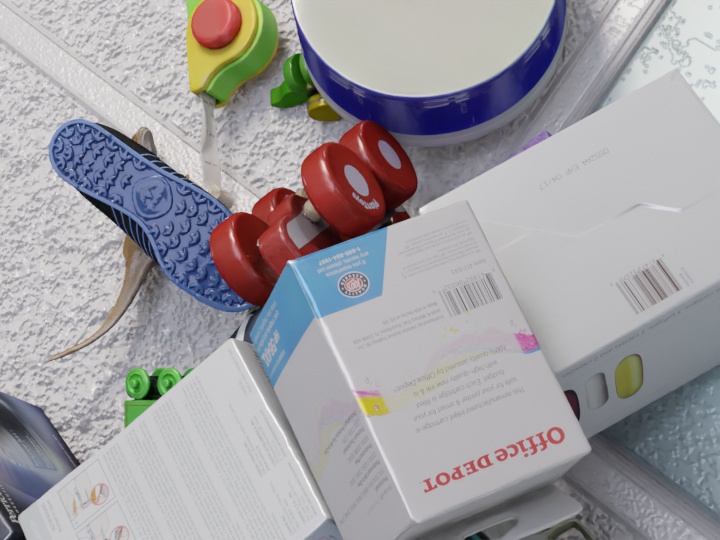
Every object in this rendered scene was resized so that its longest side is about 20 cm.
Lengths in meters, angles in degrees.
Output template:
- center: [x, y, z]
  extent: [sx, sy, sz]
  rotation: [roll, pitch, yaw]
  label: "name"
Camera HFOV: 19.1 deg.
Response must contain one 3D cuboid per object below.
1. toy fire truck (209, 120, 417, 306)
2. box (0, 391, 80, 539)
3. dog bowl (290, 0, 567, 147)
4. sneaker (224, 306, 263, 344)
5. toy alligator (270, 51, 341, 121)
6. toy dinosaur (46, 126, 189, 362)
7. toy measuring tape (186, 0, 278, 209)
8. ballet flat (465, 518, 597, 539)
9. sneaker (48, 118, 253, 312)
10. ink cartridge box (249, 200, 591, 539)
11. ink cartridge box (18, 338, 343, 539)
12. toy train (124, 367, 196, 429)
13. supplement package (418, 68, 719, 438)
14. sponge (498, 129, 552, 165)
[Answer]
- center: [0.000, 0.000, 1.495]
  extent: [0.112, 0.200, 0.169]
  rotation: [-35, 91, 23]
  label: "toy fire truck"
- center: [-0.281, 0.182, 1.577]
  extent: [0.123, 0.198, 0.200]
  rotation: [-46, 58, 8]
  label: "box"
- center: [0.049, -0.196, 1.554]
  extent: [0.198, 0.079, 0.202]
  rotation: [-3, 67, 7]
  label: "dog bowl"
- center: [-0.029, 0.085, 1.538]
  extent: [0.199, 0.079, 0.130]
  rotation: [31, 98, 43]
  label: "sneaker"
- center: [0.010, -0.159, 1.616]
  extent: [0.198, 0.054, 0.060]
  rotation: [-12, 68, 26]
  label: "toy alligator"
- center: [-0.167, -0.015, 1.674]
  extent: [0.106, 0.060, 0.202]
  rotation: [-10, 58, 39]
  label: "toy dinosaur"
- center: [-0.095, -0.149, 1.664]
  extent: [0.073, 0.073, 0.202]
  rotation: [-16, 66, 24]
  label: "toy measuring tape"
- center: [0.113, 0.184, 1.443]
  extent: [0.200, 0.069, 0.070]
  rotation: [37, 93, 29]
  label: "ballet flat"
- center: [-0.142, -0.042, 1.593]
  extent: [0.200, 0.078, 0.070]
  rotation: [41, 95, 10]
  label: "sneaker"
- center: [0.037, 0.086, 1.311]
  extent: [0.128, 0.125, 0.201]
  rotation: [-18, 74, -23]
  label: "ink cartridge box"
- center: [-0.115, 0.166, 1.411]
  extent: [0.200, 0.057, 0.163]
  rotation: [-42, 53, 14]
  label: "ink cartridge box"
- center: [-0.086, 0.096, 1.503]
  extent: [0.199, 0.042, 0.057]
  rotation: [-1, 87, 34]
  label: "toy train"
- center: [0.166, -0.004, 1.404]
  extent: [0.199, 0.111, 0.156]
  rotation: [-29, 59, -7]
  label: "supplement package"
- center: [0.132, 0.011, 1.504]
  extent: [0.111, 0.030, 0.201]
  rotation: [-34, 60, 15]
  label: "sponge"
